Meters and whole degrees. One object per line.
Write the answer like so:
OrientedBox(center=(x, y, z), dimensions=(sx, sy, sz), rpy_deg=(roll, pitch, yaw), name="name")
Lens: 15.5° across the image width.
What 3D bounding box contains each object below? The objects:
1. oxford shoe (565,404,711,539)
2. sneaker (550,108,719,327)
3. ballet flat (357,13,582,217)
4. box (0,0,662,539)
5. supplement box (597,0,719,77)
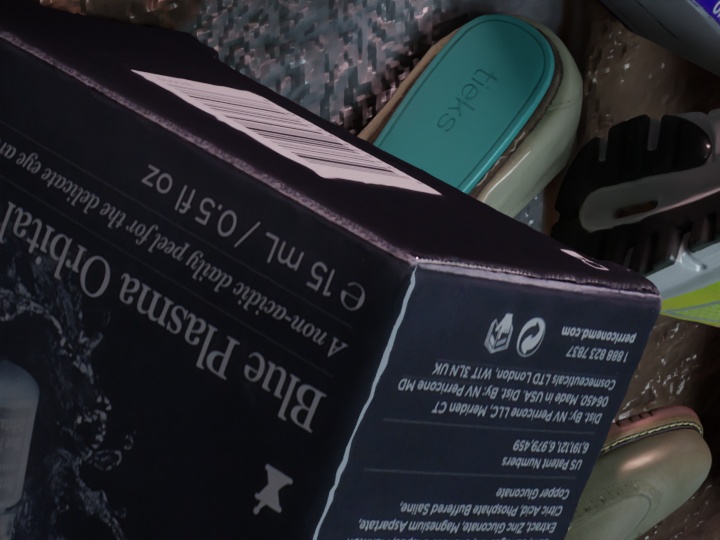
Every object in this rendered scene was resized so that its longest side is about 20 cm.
OrientedBox(center=(0.060, 0.126, 0.946), dimensions=(0.200, 0.074, 0.071), rpy_deg=(-37, 153, -17), name="oxford shoe")
OrientedBox(center=(0.157, -0.020, 0.839), dimensions=(0.090, 0.199, 0.079), rpy_deg=(24, 72, -36), name="sneaker")
OrientedBox(center=(0.000, 0.000, 0.864), dimensions=(0.200, 0.069, 0.070), rpy_deg=(-43, 137, -14), name="ballet flat")
OrientedBox(center=(-0.055, 0.053, 0.727), dimensions=(0.117, 0.196, 0.201), rpy_deg=(6, 108, -52), name="box")
OrientedBox(center=(0.152, -0.166, 0.862), dimensions=(0.101, 0.103, 0.201), rpy_deg=(33, 90, -47), name="supplement box")
